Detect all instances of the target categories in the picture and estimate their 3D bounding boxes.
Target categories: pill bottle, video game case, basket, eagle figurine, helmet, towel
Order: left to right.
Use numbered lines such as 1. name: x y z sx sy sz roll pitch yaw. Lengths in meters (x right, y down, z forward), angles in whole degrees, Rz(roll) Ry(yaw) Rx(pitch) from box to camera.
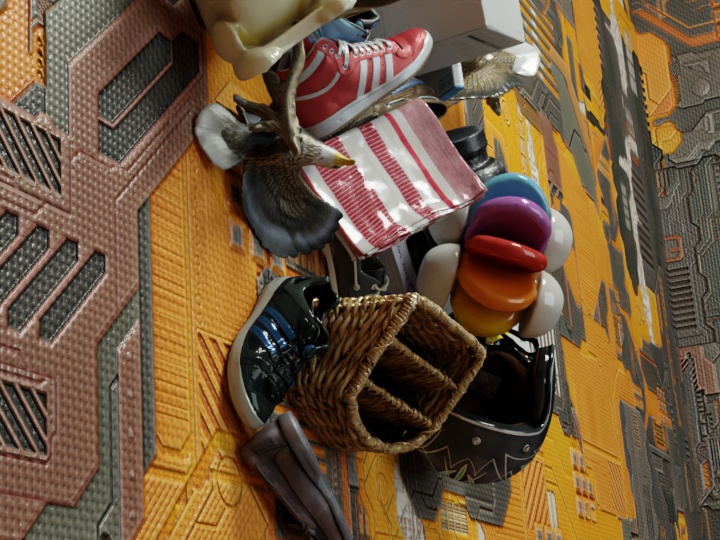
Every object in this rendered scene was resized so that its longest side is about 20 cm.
1. eagle figurine: -0.077 -0.117 1.479 0.152 0.151 0.200 -46 169 -17
2. basket: 0.032 0.122 1.538 0.200 0.148 0.144 41 51 -55
3. towel: 0.034 -0.107 1.623 0.199 0.023 0.144 -28 76 -31
4. video game case: 0.092 -0.326 1.961 0.143 0.018 0.202 153 -70 -67
5. pill bottle: 0.143 -0.078 1.839 0.112 0.111 0.201 -50 126 -62
6. eagle figurine: 0.167 -0.295 2.098 0.200 0.151 0.152 31 72 -68
7. helmet: 0.144 0.166 1.750 0.200 0.199 0.192 43 61 -55

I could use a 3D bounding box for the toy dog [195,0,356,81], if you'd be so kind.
1. toy dog: -0.122 -0.309 1.391 0.201 0.139 0.194 58 -9 -19

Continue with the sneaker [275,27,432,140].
1. sneaker: -0.009 -0.247 1.634 0.200 0.071 0.113 -40 119 -19

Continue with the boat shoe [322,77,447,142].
1. boat shoe: 0.032 -0.178 1.718 0.200 0.072 0.073 -38 143 -40

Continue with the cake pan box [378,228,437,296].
1. cake pan box: 0.041 -0.062 1.793 0.184 0.052 0.201 -48 124 -61

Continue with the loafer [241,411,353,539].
1. loafer: -0.061 0.222 1.420 0.072 0.063 0.201 -121 -173 -51

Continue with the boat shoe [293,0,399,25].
1. boat shoe: -0.014 -0.321 1.599 0.066 0.199 0.075 -81 156 -76

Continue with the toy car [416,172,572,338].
1. toy car: 0.169 -0.028 1.696 0.150 0.174 0.201 112 -7 -61

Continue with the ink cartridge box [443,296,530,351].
1. ink cartridge box: 0.172 0.070 2.000 0.147 0.085 0.201 -20 97 -68

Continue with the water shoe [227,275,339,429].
1. water shoe: -0.074 0.070 1.414 0.201 0.078 0.072 -75 146 -47

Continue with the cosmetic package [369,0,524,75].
1. cosmetic package: 0.086 -0.369 1.837 0.123 0.199 0.201 4 76 -59

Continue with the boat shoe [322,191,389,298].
1. boat shoe: 0.000 0.000 1.650 0.074 0.060 0.201 -38 115 -67

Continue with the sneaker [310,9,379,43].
1. sneaker: -0.014 -0.270 1.700 0.200 0.089 0.079 59 23 -43
